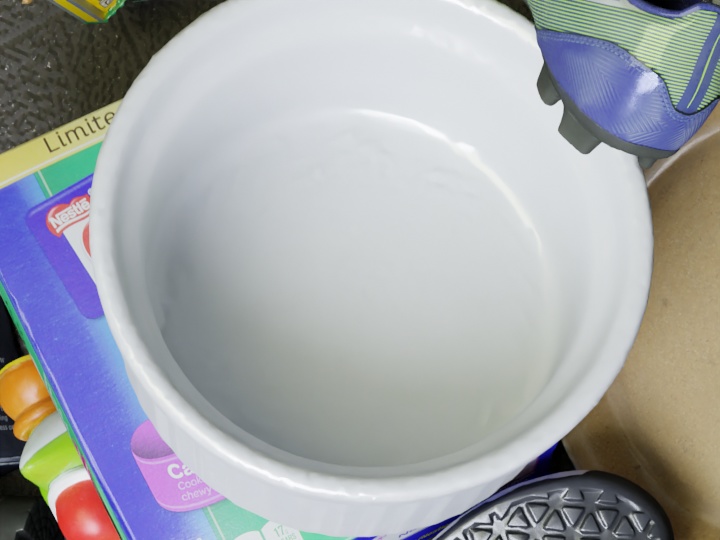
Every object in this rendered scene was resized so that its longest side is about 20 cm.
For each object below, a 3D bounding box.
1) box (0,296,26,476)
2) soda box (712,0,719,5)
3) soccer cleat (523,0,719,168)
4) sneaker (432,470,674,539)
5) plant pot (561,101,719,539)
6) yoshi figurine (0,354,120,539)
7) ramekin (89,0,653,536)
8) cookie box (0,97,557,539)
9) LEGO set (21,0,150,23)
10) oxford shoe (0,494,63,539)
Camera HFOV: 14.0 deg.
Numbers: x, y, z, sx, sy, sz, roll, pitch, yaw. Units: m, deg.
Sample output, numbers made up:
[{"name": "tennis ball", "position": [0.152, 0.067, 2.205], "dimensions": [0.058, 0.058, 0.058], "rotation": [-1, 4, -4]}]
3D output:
[{"name": "box", "position": [-0.247, 0.014, 1.296], "dimensions": [0.148, 0.104, 0.201], "rotation": [-24, 78, 28]}, {"name": "soda box", "position": [0.224, -0.087, 0.994], "dimensions": [0.199, 0.064, 0.068], "rotation": [-12, 80, 22]}, {"name": "soccer cleat", "position": [0.078, -0.123, 1.036], "dimensions": [0.084, 0.065, 0.200], "rotation": [-56, 42, 31]}, {"name": "sneaker", "position": [0.036, 0.141, 1.145], "dimensions": [0.200, 0.083, 0.072], "rotation": [-37, 88, 14]}, {"name": "plant pot", "position": [0.162, 0.023, 1.108], "dimensions": [0.199, 0.027, 0.201], "rotation": [-1, 88, 30]}, {"name": "yoshi figurine", "position": [-0.071, 0.111, 1.216], "dimensions": [0.112, 0.113, 0.201], "rotation": [-20, 63, -6]}, {"name": "ramekin", "position": [0.000, 0.000, 1.068], "dimensions": [0.199, 0.098, 0.201], "rotation": [2, 69, -6]}, {"name": "cookie box", "position": [-0.042, 0.023, 1.150], "dimensions": [0.171, 0.075, 0.201], "rotation": [-26, 74, -11]}, {"name": "LEGO set", "position": [-0.085, -0.180, 1.169], "dimensions": [0.200, 0.116, 0.154], "rotation": [12, 78, 45]}, {"name": "oxford shoe", "position": [-0.182, 0.196, 1.268], "dimensions": [0.084, 0.073, 0.201], "rotation": [4, 80, 14]}]
